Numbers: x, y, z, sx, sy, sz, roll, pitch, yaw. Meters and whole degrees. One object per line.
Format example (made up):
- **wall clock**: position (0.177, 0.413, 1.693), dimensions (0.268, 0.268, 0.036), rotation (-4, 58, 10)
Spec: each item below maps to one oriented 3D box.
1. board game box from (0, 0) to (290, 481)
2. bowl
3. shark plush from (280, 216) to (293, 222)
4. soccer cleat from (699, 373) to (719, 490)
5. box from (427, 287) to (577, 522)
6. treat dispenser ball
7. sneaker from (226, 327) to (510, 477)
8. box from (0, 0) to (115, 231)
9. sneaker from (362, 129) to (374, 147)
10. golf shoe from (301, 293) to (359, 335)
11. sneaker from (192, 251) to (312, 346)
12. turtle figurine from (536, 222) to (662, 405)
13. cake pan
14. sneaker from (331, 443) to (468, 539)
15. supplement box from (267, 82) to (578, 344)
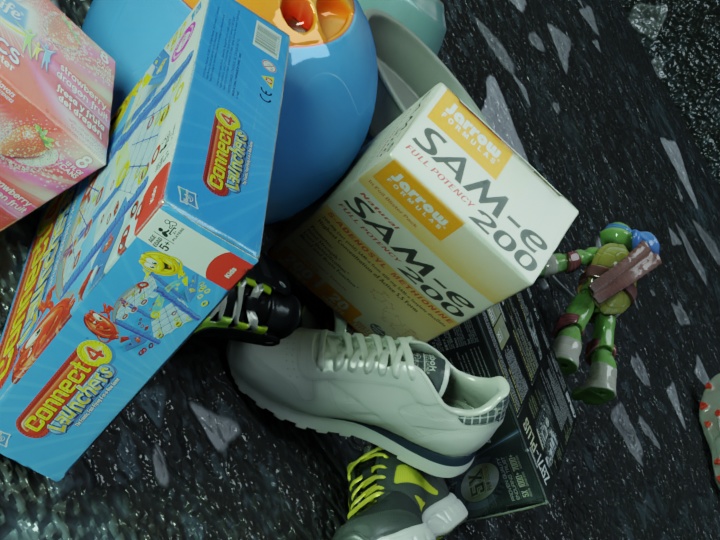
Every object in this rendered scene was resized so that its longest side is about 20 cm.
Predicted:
- **board game box**: position (-0.121, -0.022, 0.793), dimensions (0.056, 0.196, 0.201), rotation (30, 34, -21)
- **bowl**: position (-0.003, -0.229, 1.291), dimensions (0.200, 0.105, 0.201), rotation (38, 12, -9)
- **shark plush**: position (-0.020, -0.056, 1.217), dimensions (0.200, 0.091, 0.083), rotation (40, 1, -33)
- **soccer cleat**: position (0.504, 0.231, 2.002), dimensions (0.078, 0.069, 0.201), rotation (49, 33, -40)
- **box**: position (0.102, 0.082, 1.247), dimensions (0.201, 0.086, 0.164), rotation (68, 23, -15)
- **treat dispenser ball**: position (-0.088, -0.128, 0.975), dimensions (0.201, 0.200, 0.202), rotation (46, 28, -34)
- **sneaker**: position (0.005, 0.073, 1.028), dimensions (0.199, 0.081, 0.077), rotation (19, 45, -12)
- **box**: position (-0.235, -0.122, 0.789), dimensions (0.200, 0.102, 0.095), rotation (42, 31, -37)
- **sneaker**: position (0.027, -0.067, 1.244), dimensions (0.200, 0.087, 0.075), rotation (45, 10, 30)
- **golf shoe**: position (0.000, 0.000, 1.123), dimensions (0.088, 0.077, 0.201), rotation (22, 67, -34)
- **sneaker**: position (-0.077, 0.010, 0.940), dimensions (0.200, 0.082, 0.072), rotation (-2, 109, -78)
- **turtle figurine**: position (0.227, 0.043, 1.612), dimensions (0.144, 0.199, 0.195), rotation (68, 31, -54)
- **cake pan**: position (0.054, -0.116, 1.160), dimensions (0.200, 0.037, 0.201), rotation (45, 21, -23)
- **sneaker**: position (0.012, 0.168, 1.049), dimensions (0.085, 0.074, 0.200), rotation (60, 14, 9)
- **supplement box**: position (0.036, -0.025, 1.000), dimensions (0.126, 0.200, 0.074), rotation (41, 59, -8)
